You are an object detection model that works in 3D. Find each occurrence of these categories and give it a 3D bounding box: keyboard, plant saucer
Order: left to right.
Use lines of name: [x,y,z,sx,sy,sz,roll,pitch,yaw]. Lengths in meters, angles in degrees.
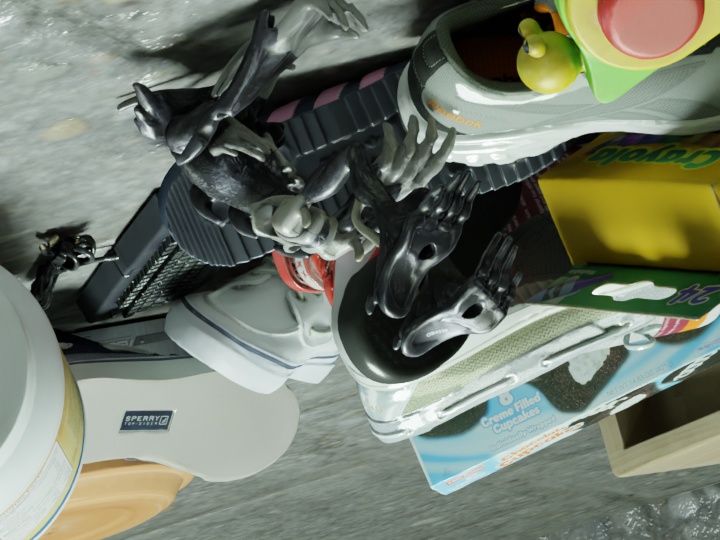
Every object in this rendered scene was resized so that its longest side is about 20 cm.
plant saucer: [-0.194,0.143,1.693,0.200,0.032,0.200,-14,167,-3]
keyboard: [-0.113,-0.005,1.485,0.127,0.021,0.200,-11,167,-20]

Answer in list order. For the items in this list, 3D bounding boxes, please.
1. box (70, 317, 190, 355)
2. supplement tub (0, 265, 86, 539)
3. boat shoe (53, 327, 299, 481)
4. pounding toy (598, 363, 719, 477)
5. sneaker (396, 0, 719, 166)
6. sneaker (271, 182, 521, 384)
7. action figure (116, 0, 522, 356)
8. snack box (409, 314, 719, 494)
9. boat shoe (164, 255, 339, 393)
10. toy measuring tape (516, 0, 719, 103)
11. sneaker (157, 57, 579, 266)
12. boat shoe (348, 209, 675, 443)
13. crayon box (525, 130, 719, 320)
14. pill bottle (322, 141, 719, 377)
box: [-0.174,0.078,1.718,0.199,0.049,0.158,-10,167,-26]
supplement tub: [-0.210,0.066,1.385,0.144,0.145,0.200,-14,168,-4]
boat shoe: [-0.129,0.066,1.611,0.200,0.075,0.093,11,-164,-47]
pounding toy: [0.245,0.027,1.676,0.142,0.185,0.200,-4,164,-43]
sneaker: [0.115,-0.097,1.226,0.199,0.074,0.079,-15,160,-7]
sneaker: [0.001,0.001,1.360,0.108,0.067,0.202,-16,-155,30]
action figure: [-0.013,-0.047,1.180,0.102,0.200,0.119,-50,138,-3]
snack box: [0.108,0.030,1.613,0.200,0.116,0.037,-27,163,8]
boat shoe: [-0.051,0.021,1.592,0.067,0.073,0.200,-57,169,7]
toy measuring tape: [0.138,-0.138,1.116,0.200,0.074,0.074,-36,163,15]
sneaker: [0.002,-0.060,1.311,0.199,0.070,0.082,-15,-169,-8]
boat shoe: [0.090,0.021,1.411,0.201,0.074,0.065,-24,125,-9]
crayon box: [0.172,-0.051,1.295,0.200,0.052,0.126,-34,-159,-28]
pill bottle: [0.086,-0.005,1.511,0.199,0.110,0.110,-11,168,-16]
